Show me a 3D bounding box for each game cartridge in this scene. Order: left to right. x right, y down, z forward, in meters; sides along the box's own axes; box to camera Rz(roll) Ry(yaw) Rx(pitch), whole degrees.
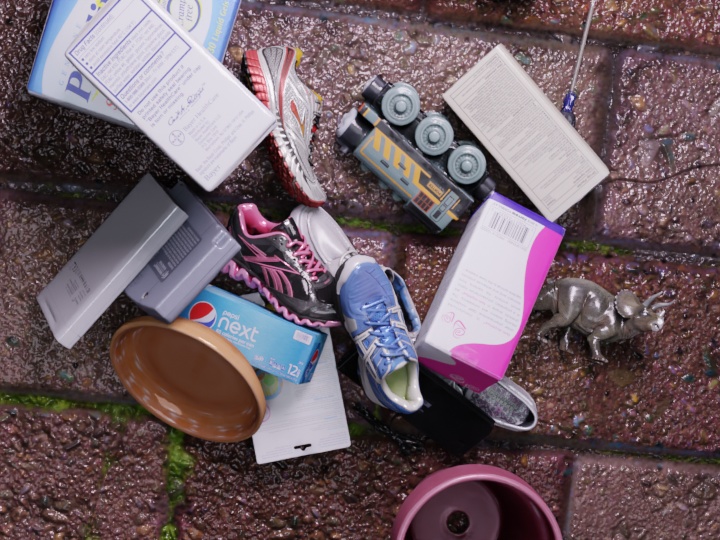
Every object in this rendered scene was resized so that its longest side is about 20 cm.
[{"bbox_3d":[-0.215,-0.019,1.508,0.133,0.200,0.041,-43,122,-1],"label":"game cartridge"}]

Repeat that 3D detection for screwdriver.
[{"bbox_3d":[0.263,-0.231,1.619,0.029,0.028,0.202,14,94,-38],"label":"screwdriver"}]

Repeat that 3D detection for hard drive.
[{"bbox_3d":[-0.287,-0.014,1.530,0.200,0.132,0.027,-48,121,0],"label":"hard drive"}]

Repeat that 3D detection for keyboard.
[{"bbox_3d":[0.056,0.162,1.606,0.200,0.021,0.127,38,123,-15],"label":"keyboard"}]

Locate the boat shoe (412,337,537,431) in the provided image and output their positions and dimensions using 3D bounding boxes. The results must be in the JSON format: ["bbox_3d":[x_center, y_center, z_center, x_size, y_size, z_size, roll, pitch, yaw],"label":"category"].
[{"bbox_3d":[0.129,0.138,1.617,0.199,0.069,0.072,36,91,-8],"label":"boat shoe"}]

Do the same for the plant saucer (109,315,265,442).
[{"bbox_3d":[-0.196,0.120,1.542,0.200,0.200,0.038,37,50,-8],"label":"plant saucer"}]

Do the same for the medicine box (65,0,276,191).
[{"bbox_3d":[-0.195,-0.187,1.386,0.200,0.182,0.103,44,89,-9],"label":"medicine box"}]

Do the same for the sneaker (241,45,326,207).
[{"bbox_3d":[-0.075,-0.171,1.554,0.082,0.078,0.202,-17,85,-11],"label":"sneaker"}]

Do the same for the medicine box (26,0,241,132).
[{"bbox_3d":[-0.256,-0.256,1.524,0.198,0.103,0.184,17,93,-8],"label":"medicine box"}]

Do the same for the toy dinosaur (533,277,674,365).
[{"bbox_3d":[0.274,0.053,1.631,0.199,0.077,0.103,20,85,20],"label":"toy dinosaur"}]

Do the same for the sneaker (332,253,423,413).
[{"bbox_3d":[0.028,0.072,1.488,0.075,0.077,0.201,-30,118,-19],"label":"sneaker"}]

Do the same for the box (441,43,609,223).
[{"bbox_3d":[0.196,-0.163,1.575,0.095,0.078,0.200,-39,93,13],"label":"box"}]

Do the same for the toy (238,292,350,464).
[{"bbox_3d":[-0.085,0.121,1.605,0.114,0.047,0.202,-11,91,1],"label":"toy"}]

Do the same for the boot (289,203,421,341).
[{"bbox_3d":[0.000,0.000,1.569,0.074,0.095,0.201,-43,107,-38],"label":"boot"}]

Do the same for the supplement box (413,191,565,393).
[{"bbox_3d":[0.146,0.028,1.560,0.101,0.103,0.201,27,71,-3],"label":"supplement box"}]

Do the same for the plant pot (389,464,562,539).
[{"bbox_3d":[0.125,0.317,1.578,0.198,0.179,0.202,-1,96,-6],"label":"plant pot"}]

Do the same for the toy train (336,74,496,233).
[{"bbox_3d":[0.065,-0.137,1.583,0.200,0.085,0.114,41,100,-8],"label":"toy train"}]

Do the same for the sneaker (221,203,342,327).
[{"bbox_3d":[-0.081,-0.010,1.534,0.199,0.079,0.096,30,121,19],"label":"sneaker"}]

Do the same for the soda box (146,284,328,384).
[{"bbox_3d":[-0.143,0.066,1.552,0.199,0.068,0.065,23,92,10],"label":"soda box"}]
